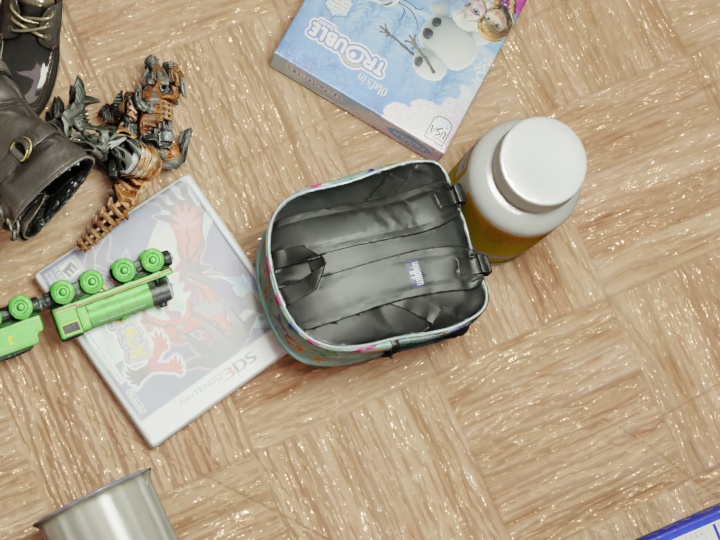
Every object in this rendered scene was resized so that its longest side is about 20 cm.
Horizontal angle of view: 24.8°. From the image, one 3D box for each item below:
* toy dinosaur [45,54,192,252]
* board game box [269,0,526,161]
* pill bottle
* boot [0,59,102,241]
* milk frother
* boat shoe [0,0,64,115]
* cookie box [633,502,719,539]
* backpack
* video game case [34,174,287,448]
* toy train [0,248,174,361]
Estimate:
[{"bbox_3d":[-0.230,-0.119,1.562,0.135,0.102,0.201,25,49,-21],"label":"toy dinosaur"},{"bbox_3d":[0.041,-0.245,1.665,0.199,0.043,0.200,30,75,-4],"label":"board game box"},{"bbox_3d":[0.147,-0.079,1.569,0.112,0.200,0.114,2,77,-11],"label":"pill bottle"},{"bbox_3d":[-0.349,-0.088,1.490,0.200,0.069,0.174,-43,62,2],"label":"boot"},{"bbox_3d":[-0.223,0.292,1.419,0.179,0.200,0.189,-26,84,-11],"label":"milk frother"},{"bbox_3d":[-0.322,-0.247,1.577,0.074,0.073,0.202,4,77,-10],"label":"boat shoe"},{"bbox_3d":[0.322,0.269,1.547,0.198,0.171,0.076,-20,79,-14],"label":"cookie box"},{"bbox_3d":[0.000,0.000,1.549,0.198,0.151,0.179,-14,78,-21],"label":"backpack"},{"bbox_3d":[-0.182,0.037,1.571,0.182,0.023,0.201,-35,86,-16],"label":"video game case"},{"bbox_3d":[-0.264,0.033,1.525,0.198,0.042,0.057,-20,93,-14],"label":"toy train"}]
